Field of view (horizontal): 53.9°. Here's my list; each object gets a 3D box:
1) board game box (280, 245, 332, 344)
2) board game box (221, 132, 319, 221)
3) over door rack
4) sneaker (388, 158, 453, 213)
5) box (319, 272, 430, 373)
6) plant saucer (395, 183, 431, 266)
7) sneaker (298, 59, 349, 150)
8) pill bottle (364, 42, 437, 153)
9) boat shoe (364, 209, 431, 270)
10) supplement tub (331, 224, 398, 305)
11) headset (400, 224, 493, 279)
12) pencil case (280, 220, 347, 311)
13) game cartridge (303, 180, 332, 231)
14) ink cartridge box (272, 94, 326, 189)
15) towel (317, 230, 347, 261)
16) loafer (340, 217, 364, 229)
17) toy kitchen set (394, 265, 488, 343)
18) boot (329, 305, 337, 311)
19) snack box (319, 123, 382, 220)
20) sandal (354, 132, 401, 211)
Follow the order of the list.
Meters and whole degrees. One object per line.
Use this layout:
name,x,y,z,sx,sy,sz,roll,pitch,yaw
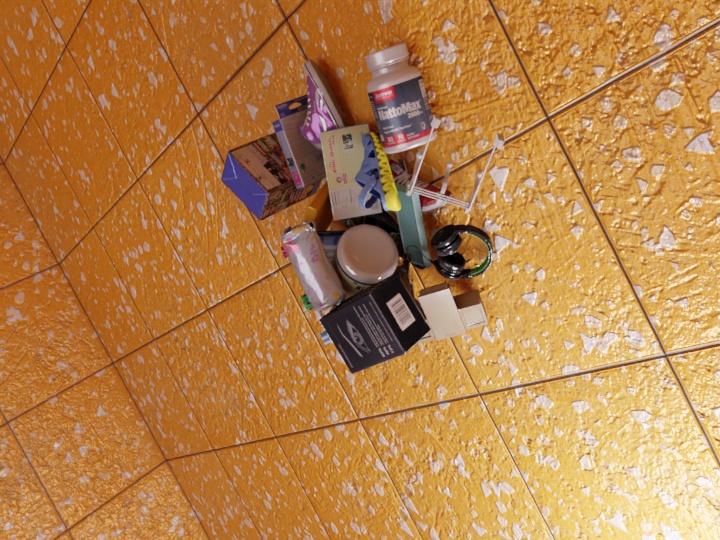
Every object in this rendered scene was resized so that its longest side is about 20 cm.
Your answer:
board game box,-0.132,0.059,1.743,0.201,0.026,0.202,68,177,-54
board game box,-0.218,-0.243,1.767,0.159,0.199,0.097,45,138,16
over door rack,0.188,-0.219,1.426,0.145,0.067,0.202,15,135,-6
sneaker,0.113,-0.191,1.566,0.198,0.071,0.114,3,118,46
box,0.028,0.118,1.538,0.199,0.104,0.149,-27,96,48
plant saucer,0.111,-0.096,1.570,0.069,0.019,0.202,19,135,40
sneaker,-0.110,-0.378,1.645,0.113,0.073,0.203,-22,97,18
pill bottle,0.078,-0.357,1.466,0.118,0.119,0.203,-3,110,45
boat shoe,0.085,-0.072,1.671,0.200,0.062,0.075,46,136,13
supplement tub,0.000,0.000,1.662,0.145,0.144,0.201,47,153,13
headset,0.187,-0.030,1.532,0.196,0.095,0.125,-3,124,16
pencil case,-0.102,-0.011,1.584,0.090,0.083,0.203,-23,93,25
game cartridge,-0.097,-0.138,1.712,0.032,0.201,0.178,25,132,6
ink cartridge box,-0.138,-0.312,1.708,0.042,0.119,0.203,-3,111,47
towel,-0.051,-0.028,1.764,0.201,0.144,0.024,102,163,-51
loafer,-0.011,-0.192,1.663,0.069,0.075,0.204,3,99,35
toy kitchen set,0.164,0.035,1.605,0.197,0.182,0.164,-16,138,12
boot,-0.034,0.135,1.810,0.154,0.201,0.073,-12,123,49
snack box,-0.021,-0.223,1.614,0.114,0.037,0.204,-9,95,6
sandal,0.024,-0.209,1.517,0.080,0.086,0.203,56,-161,-58
